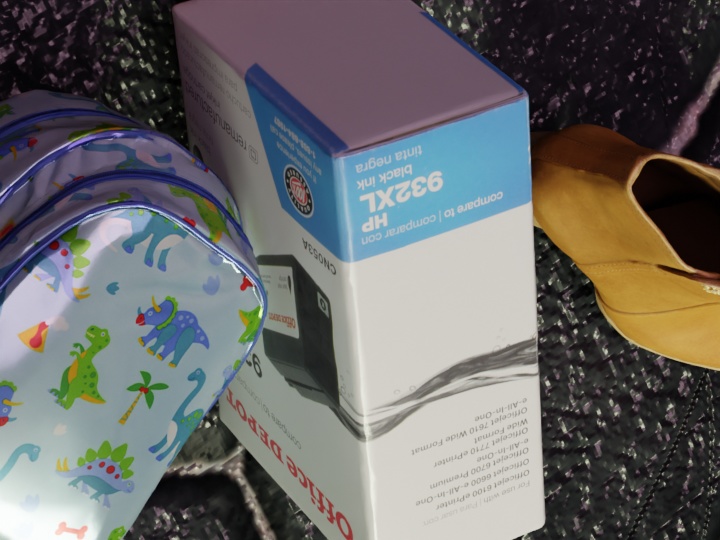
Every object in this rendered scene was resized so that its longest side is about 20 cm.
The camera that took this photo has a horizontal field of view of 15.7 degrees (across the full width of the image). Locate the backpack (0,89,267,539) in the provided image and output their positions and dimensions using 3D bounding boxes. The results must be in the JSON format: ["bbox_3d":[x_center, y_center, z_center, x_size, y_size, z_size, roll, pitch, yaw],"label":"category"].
[{"bbox_3d":[-0.129,0.031,0.992,0.163,0.153,0.200,41,72,-33],"label":"backpack"}]

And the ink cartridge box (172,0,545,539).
[{"bbox_3d":[0.000,0.000,1.023,0.083,0.145,0.201,-20,126,-22],"label":"ink cartridge box"}]

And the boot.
[{"bbox_3d":[0.152,0.001,1.134,0.201,0.144,0.071,31,85,-29],"label":"boot"}]
